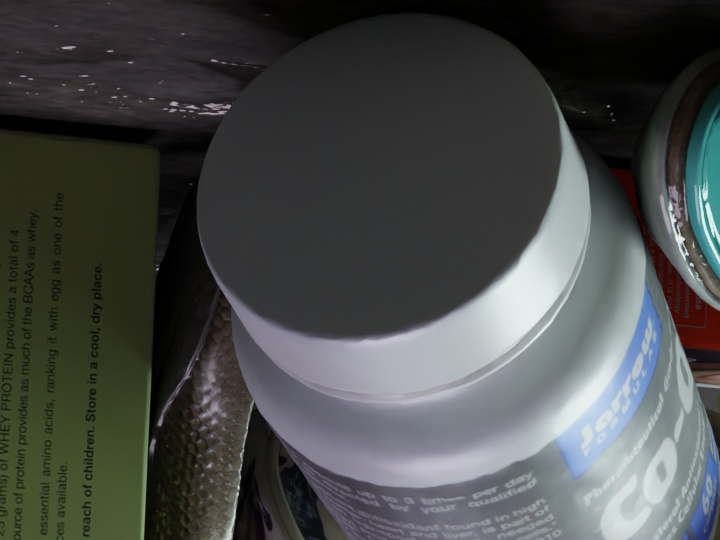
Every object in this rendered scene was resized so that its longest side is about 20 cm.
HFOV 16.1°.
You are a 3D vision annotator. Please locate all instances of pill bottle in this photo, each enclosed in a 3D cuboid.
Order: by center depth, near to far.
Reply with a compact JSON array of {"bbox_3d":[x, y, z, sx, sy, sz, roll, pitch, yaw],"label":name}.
[{"bbox_3d":[0.031,0.024,0.698,0.113,0.114,0.200,-1,151,18],"label":"pill bottle"}]

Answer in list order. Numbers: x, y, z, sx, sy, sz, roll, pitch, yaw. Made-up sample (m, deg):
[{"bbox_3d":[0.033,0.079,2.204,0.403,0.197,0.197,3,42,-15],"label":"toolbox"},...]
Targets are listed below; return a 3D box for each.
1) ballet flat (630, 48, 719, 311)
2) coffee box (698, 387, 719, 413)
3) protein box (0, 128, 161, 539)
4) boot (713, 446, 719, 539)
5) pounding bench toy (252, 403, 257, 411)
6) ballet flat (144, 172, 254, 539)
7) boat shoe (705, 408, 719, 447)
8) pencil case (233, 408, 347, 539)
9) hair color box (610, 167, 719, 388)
[{"bbox_3d":[0.111,-0.020,0.714,0.063,0.068,0.200,18,-179,35],"label":"ballet flat"},{"bbox_3d":[0.239,0.046,1.068,0.199,0.080,0.113,-3,171,23],"label":"coffee box"},{"bbox_3d":[-0.181,0.057,0.814,0.199,0.200,0.135,5,171,-20],"label":"protein box"},{"bbox_3d":[0.102,0.122,0.838,0.071,0.145,0.201,-34,-139,-19],"label":"boot"},{"bbox_3d":[-0.035,0.092,1.027,0.199,0.157,0.125,3,-144,-9],"label":"pounding bench toy"},{"bbox_3d":[-0.049,0.055,0.825,0.046,0.201,0.067,9,-166,-17],"label":"ballet flat"},{"bbox_3d":[0.143,0.097,0.880,0.200,0.061,0.072,24,-161,24],"label":"boat shoe"},{"bbox_3d":[-0.074,0.109,0.922,0.199,0.078,0.090,-27,112,34],"label":"pencil case"},{"bbox_3d":[0.130,0.007,0.894,0.199,0.062,0.101,5,171,-24],"label":"hair color box"}]
